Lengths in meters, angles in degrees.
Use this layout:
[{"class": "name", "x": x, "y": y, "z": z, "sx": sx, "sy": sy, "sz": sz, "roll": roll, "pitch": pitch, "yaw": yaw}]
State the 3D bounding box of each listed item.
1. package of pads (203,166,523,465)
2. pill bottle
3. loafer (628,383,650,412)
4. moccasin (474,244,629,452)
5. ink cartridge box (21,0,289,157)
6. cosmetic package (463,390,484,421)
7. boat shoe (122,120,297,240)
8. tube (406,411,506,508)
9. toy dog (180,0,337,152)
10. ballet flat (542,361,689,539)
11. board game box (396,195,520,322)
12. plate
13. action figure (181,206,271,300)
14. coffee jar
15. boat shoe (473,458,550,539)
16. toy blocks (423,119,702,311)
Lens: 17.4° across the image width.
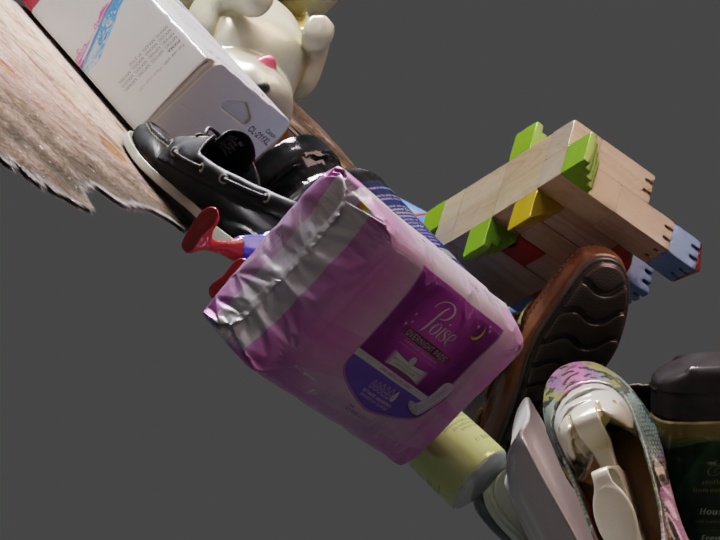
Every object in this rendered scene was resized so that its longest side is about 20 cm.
[{"class": "package of pads", "x": 0.006, "y": 0.030, "z": 1.409, "sx": 0.076, "sy": 0.121, "sz": 0.200, "roll": 49, "pitch": 7, "yaw": 35}, {"class": "pill bottle", "x": 0.000, "y": 0.000, "z": 1.654, "sx": 0.200, "sy": 0.112, "sz": 0.112, "roll": 48, "pitch": 6, "yaw": 25}, {"class": "loafer", "x": 0.203, "y": 0.115, "z": 1.788, "sx": 0.200, "sy": 0.076, "sz": 0.068, "roll": -139, "pitch": -134, "yaw": -67}, {"class": "moccasin", "x": 0.131, "y": 0.061, "z": 1.650, "sx": 0.073, "sy": 0.202, "sz": 0.078, "roll": 2, "pitch": 40, "yaw": -19}, {"class": "ink cartridge box", "x": -0.166, "y": -0.170, "z": 1.825, "sx": 0.200, "sy": 0.083, "sz": 0.146, "roll": 48, "pitch": 6, "yaw": 29}, {"class": "cosmetic package", "x": 0.084, "y": 0.089, "z": 1.818, "sx": 0.113, "sy": 0.081, "sz": 0.200, "roll": 42, "pitch": 7, "yaw": -29}, {"class": "boat shoe", "x": -0.093, "y": -0.063, "z": 1.603, "sx": 0.074, "sy": 0.066, "sz": 0.199, "roll": 33, "pitch": 7, "yaw": -39}, {"class": "tube", "x": 0.009, "y": 0.071, "z": 1.540, "sx": 0.200, "sy": 0.052, "sz": 0.058, "roll": 43, "pitch": -24, "yaw": 22}, {"class": "toy dog", "x": -0.109, "y": -0.172, "z": 1.966, "sx": 0.139, "sy": 0.194, "sz": 0.200, "roll": 37, "pitch": 30, "yaw": -30}, {"class": "ballet flat", "x": 0.161, "y": 0.131, "z": 1.500, "sx": 0.071, "sy": 0.069, "sz": 0.201, "roll": 44, "pitch": 23, "yaw": -54}, {"class": "board game box", "x": 0.050, "y": 0.003, "z": 1.793, "sx": 0.200, "sy": 0.037, "sz": 0.151, "roll": 28, "pitch": 25, "yaw": 32}, {"class": "plate", "x": 0.141, "y": 0.186, "z": 1.524, "sx": 0.200, "sy": 0.032, "sz": 0.200, "roll": 61, "pitch": 7, "yaw": -1}, {"class": "action figure", "x": -0.029, "y": -0.005, "z": 1.502, "sx": 0.200, "sy": 0.052, "sz": 0.066, "roll": 8, "pitch": 40, "yaw": -57}, {"class": "coffee jar", "x": 0.235, "y": 0.154, "z": 1.550, "sx": 0.104, "sy": 0.085, "sz": 0.201, "roll": -75, "pitch": 163, "yaw": -86}, {"class": "boat shoe", "x": 0.131, "y": 0.183, "z": 1.658, "sx": 0.200, "sy": 0.062, "sz": 0.073, "roll": 26, "pitch": 60, "yaw": -48}, {"class": "toy blocks", "x": 0.150, "y": -0.022, "z": 1.669, "sx": 0.136, "sy": 0.200, "sz": 0.100, "roll": 33, "pitch": 53, "yaw": -21}]
